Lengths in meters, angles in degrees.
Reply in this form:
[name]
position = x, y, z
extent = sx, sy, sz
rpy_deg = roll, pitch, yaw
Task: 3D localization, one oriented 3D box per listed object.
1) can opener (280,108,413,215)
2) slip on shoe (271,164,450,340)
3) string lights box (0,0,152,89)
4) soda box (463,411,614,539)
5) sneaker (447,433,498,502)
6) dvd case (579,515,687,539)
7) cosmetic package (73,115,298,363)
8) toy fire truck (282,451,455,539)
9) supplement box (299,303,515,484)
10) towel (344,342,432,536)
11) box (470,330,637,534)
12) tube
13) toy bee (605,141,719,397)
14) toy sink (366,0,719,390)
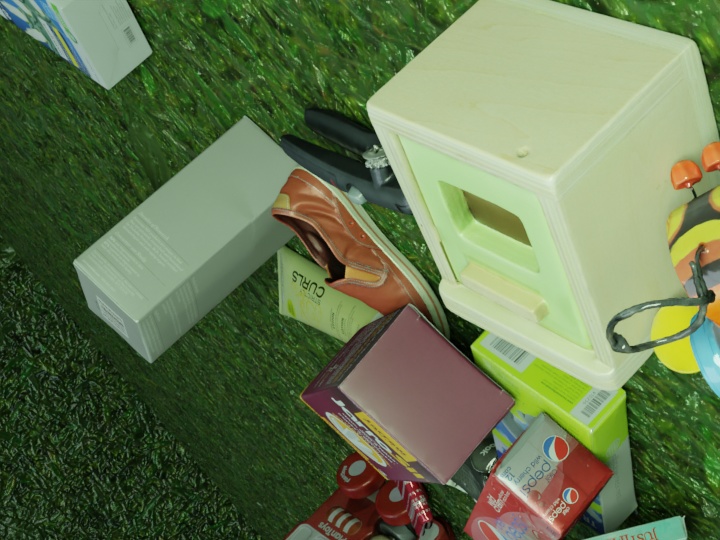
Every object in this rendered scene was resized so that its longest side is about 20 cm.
[can opener]
position = 0.001, -0.074, 0.869
extent = 0.200, 0.063, 0.079
rpy_deg = 24, 153, 50
[slip on shoe]
position = 0.000, 0.000, 1.041
extent = 0.200, 0.061, 0.074
rpy_deg = 49, 161, -14
[string lights box]
position = -0.285, -0.255, 1.141
extent = 0.200, 0.059, 0.103
rpy_deg = 35, 160, 34
[soda box]
position = 0.133, 0.181, 0.969
extent = 0.070, 0.063, 0.200
rpy_deg = 41, 162, 15
[sneaker]
position = 0.114, 0.177, 1.169
extent = 0.200, 0.066, 0.091
rpy_deg = 46, 149, 29
[dvd case]
position = 0.179, 0.234, 0.976
extent = 0.200, 0.145, 0.022
rpy_deg = 63, -167, -67
[cosmetic package]
position = -0.139, -0.026, 1.079
extent = 0.090, 0.200, 0.107
rpy_deg = 40, 159, 14
[toy fire truck]
position = 0.011, 0.336, 1.573
extent = 0.200, 0.168, 0.112
rpy_deg = 25, 153, 50
[supplement box]
position = 0.030, 0.103, 1.001
extent = 0.110, 0.086, 0.200
rpy_deg = 43, 167, -2
[towel]
position = 0.029, 0.161, 1.240
extent = 0.145, 0.022, 0.201
rpy_deg = 83, 165, -73
[box]
position = 0.156, 0.129, 0.987
extent = 0.122, 0.048, 0.200
rpy_deg = 35, 158, 34
[tube]
position = -0.029, 0.033, 1.196
extent = 0.052, 0.058, 0.200
rpy_deg = 38, 172, -37
[toy bee]
position = 0.182, -0.002, 0.558
extent = 0.200, 0.130, 0.109
rpy_deg = 44, -145, -53
[toy sink]
position = 0.107, -0.024, 0.652
extent = 0.130, 0.112, 0.200
rpy_deg = 30, 156, 43
